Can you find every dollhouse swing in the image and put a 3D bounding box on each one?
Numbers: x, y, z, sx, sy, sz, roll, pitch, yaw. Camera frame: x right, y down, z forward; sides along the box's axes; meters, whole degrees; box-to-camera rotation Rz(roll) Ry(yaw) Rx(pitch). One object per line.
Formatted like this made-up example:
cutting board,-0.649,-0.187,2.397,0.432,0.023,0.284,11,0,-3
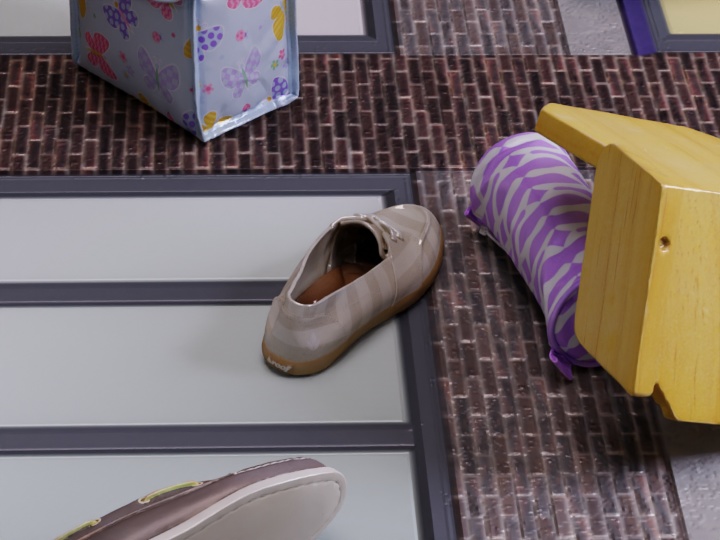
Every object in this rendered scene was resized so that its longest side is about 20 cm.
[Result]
dollhouse swing,0.206,-0.004,1.719,0.199,0.183,0.175,6,3,-35

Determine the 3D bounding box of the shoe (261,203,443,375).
shoe,0.000,0.000,1.796,0.070,0.054,0.200,17,36,22

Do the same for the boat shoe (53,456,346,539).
boat shoe,-0.101,0.152,1.543,0.199,0.072,0.059,-25,44,-27

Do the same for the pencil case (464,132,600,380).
pencil case,0.132,-0.016,1.804,0.085,0.084,0.200,-37,34,6

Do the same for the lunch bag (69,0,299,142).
lunch bag,-0.140,-0.225,2.005,0.127,0.201,0.169,-25,41,-35
